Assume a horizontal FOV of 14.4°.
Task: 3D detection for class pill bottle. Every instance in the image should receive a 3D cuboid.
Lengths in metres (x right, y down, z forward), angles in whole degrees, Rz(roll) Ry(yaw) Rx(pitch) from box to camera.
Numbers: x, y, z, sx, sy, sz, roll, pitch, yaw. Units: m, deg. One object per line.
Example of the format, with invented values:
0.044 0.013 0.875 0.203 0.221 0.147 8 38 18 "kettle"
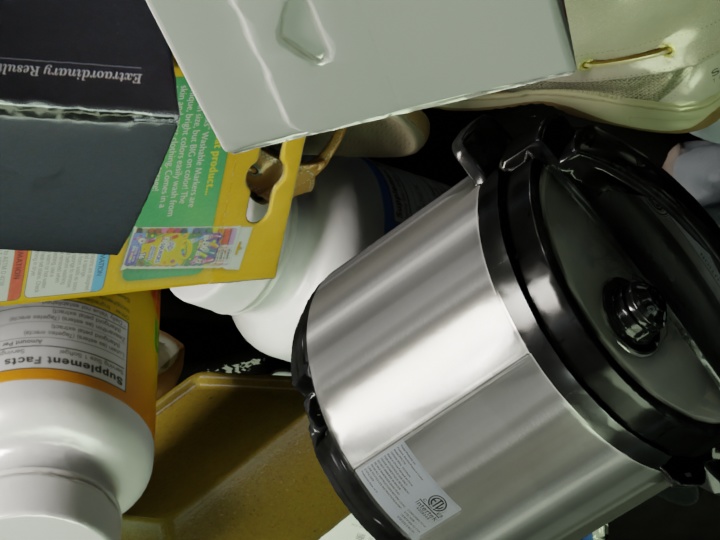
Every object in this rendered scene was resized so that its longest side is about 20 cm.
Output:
-0.158 0.062 1.443 0.110 0.201 0.111 -1 142 0 "pill bottle"
0.000 0.000 1.475 0.199 0.113 0.112 16 143 -35 "pill bottle"

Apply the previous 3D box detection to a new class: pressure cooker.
0.091 0.035 1.324 0.175 0.180 0.200 23 133 -41 "pressure cooker"

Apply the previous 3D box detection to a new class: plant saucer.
-0.086 0.111 1.512 0.200 0.049 0.199 -37 -158 -34 "plant saucer"

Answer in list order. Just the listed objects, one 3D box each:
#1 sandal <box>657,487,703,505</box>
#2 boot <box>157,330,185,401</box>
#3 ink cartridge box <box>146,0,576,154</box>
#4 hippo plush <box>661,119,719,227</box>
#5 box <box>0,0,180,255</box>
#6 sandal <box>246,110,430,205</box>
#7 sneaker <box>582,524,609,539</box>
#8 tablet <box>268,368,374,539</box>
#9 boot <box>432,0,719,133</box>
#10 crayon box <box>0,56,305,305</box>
0.099 0.081 1.595 0.200 0.048 0.075 28 157 20 "sandal"
-0.127 0.102 1.667 0.174 0.066 0.200 -5 146 -17 "boot"
-0.012 -0.176 1.086 0.145 0.201 0.147 -12 150 8 "ink cartridge box"
0.201 -0.040 1.393 0.159 0.200 0.161 -36 139 -7 "hippo plush"
-0.163 -0.117 1.151 0.147 0.201 0.104 4 148 -19 "box"
-0.059 -0.059 1.359 0.199 0.054 0.080 -1 160 23 "sandal"
0.108 0.126 1.763 0.088 0.079 0.201 -3 142 7 "sneaker"
0.028 0.131 1.690 0.199 0.014 0.131 13 122 -7 "tablet"
0.076 -0.143 1.289 0.199 0.072 0.155 9 140 7 "boot"
-0.126 -0.050 1.281 0.199 0.052 0.126 -5 129 -25 "crayon box"
